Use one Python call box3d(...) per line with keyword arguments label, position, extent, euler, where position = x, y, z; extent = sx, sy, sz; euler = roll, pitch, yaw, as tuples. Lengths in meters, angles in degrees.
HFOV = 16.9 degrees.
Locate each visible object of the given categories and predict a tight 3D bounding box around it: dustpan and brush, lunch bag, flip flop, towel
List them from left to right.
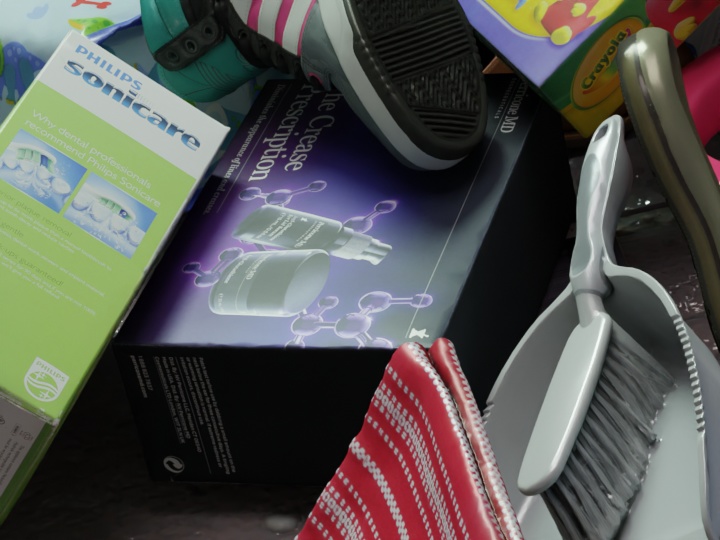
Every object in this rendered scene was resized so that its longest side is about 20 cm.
box3d(label="lunch bag", position=(-0.115, -0.108, 1.212), extent=(0.169, 0.128, 0.199), euler=(15, 27, 39))
box3d(label="towel", position=(-0.011, 0.135, 0.786), extent=(0.022, 0.201, 0.145), euler=(20, 26, -23))
box3d(label="dustpan and brush", position=(0.088, 0.030, 0.899), extent=(0.139, 0.057, 0.201), euler=(-30, 32, 47))
box3d(label="flip flop", position=(0.152, -0.001, 0.899), extent=(0.057, 0.201, 0.081), euler=(-22, -3, 6))

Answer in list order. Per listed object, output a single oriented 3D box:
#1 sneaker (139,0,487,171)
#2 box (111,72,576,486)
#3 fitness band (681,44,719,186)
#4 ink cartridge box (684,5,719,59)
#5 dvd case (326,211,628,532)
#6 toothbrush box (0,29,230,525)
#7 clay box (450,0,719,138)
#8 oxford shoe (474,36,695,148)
box3d(label="sneaker", position=(-0.031, -0.101, 1.042), extent=(0.083, 0.121, 0.201), euler=(-4, 57, -43))
box3d(label="box", position=(0.000, 0.000, 1.022), extent=(0.140, 0.079, 0.200), euler=(2, 37, 18))
box3d(label="fitness band", position=(0.215, -0.067, 0.985), extent=(0.199, 0.038, 0.144), euler=(-20, 31, -6))
box3d(label="ink cartridge box", position=(0.243, -0.187, 1.151), extent=(0.199, 0.137, 0.077), euler=(-12, 52, -19))
box3d(label="dvd case", position=(0.052, 0.047, 1.016), extent=(0.148, 0.016, 0.200), euler=(-14, 34, 1))
box3d(label="toothbrush box", position=(-0.147, 0.021, 0.992), extent=(0.086, 0.146, 0.200), euler=(30, 40, -6))
box3d(label="clay box", position=(0.127, -0.164, 1.028), extent=(0.200, 0.048, 0.115), euler=(-47, 43, 4))
box3d(label="oxford shoe", position=(0.094, -0.101, 1.167), extent=(0.199, 0.072, 0.071), euler=(-25, 34, -21))
